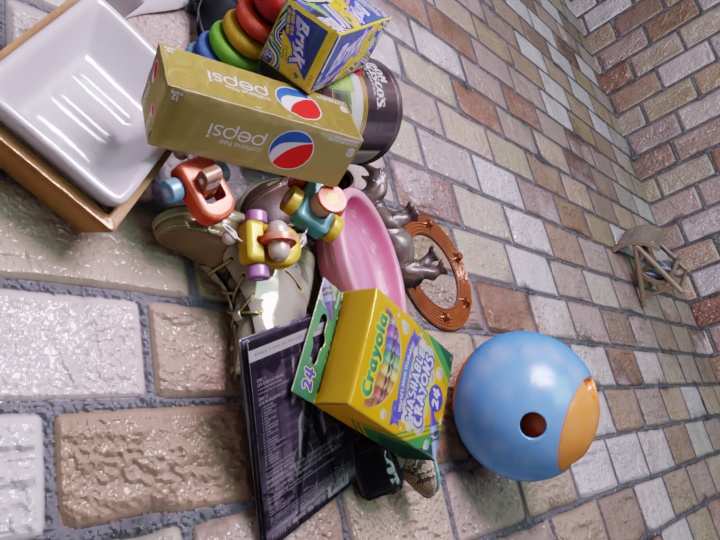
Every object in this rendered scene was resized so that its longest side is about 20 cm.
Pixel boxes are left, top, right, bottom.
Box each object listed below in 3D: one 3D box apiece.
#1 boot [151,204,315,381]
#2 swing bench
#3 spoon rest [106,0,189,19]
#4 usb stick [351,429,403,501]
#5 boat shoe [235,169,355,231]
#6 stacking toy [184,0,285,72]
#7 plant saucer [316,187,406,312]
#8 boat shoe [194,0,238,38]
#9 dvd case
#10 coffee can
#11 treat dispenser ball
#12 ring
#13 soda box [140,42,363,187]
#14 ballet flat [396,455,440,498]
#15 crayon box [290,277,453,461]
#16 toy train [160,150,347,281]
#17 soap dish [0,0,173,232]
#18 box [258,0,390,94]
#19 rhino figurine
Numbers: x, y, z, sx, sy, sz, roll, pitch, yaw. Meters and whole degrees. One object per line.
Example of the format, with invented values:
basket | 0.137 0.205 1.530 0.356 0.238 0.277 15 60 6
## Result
boot | -0.124 0.030 0.650 0.199 0.072 0.157 24 54 -42
swing bench | 0.860 -0.031 1.873 0.198 0.129 0.202 -30 92 -54
spoon rest | -0.253 -0.339 0.740 0.099 0.060 0.201 45 26 -25
usb stick | -0.006 0.161 0.729 0.033 0.055 0.203 37 32 -80
boat shoe | -0.074 -0.093 0.782 0.075 0.074 0.202 59 36 -5
stacking toy | -0.134 -0.249 0.693 0.085 0.199 0.086 33 38 -30
plant saucer | 0.000 0.000 0.794 0.201 0.050 0.203 54 27 -43
boat shoe | -0.178 -0.341 0.800 0.063 0.073 0.202 65 16 -53
dvd case | -0.058 0.149 0.638 0.148 0.016 0.203 -17 106 -54
coffee can | -0.057 -0.210 0.816 0.199 0.145 0.148 -14 79 -53
treat dispenser ball | 0.227 0.186 0.878 0.200 0.200 0.203 29 47 -37
ring | 0.124 -0.002 1.023 0.199 0.019 0.203 30 46 -37
soda box | -0.100 -0.142 0.602 0.198 0.064 0.068 8 43 -34
ballet flat | 0.039 0.178 0.776 0.074 0.068 0.203 5 57 -26
crayon box | 0.023 0.108 0.672 0.200 0.051 0.127 40 54 -40
toy train | -0.088 -0.078 0.634 0.199 0.055 0.152 -28 94 -42
soap dish | -0.252 -0.145 0.585 0.157 0.081 0.202 44 40 -25
box | -0.031 -0.254 0.687 0.064 0.070 0.200 35 31 0
rhino figurine | 0.043 -0.066 0.910 0.202 0.087 0.060 62 2 1
